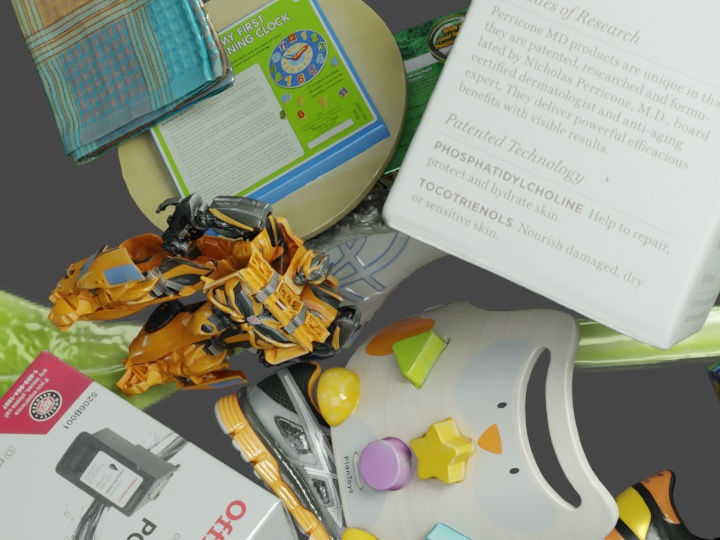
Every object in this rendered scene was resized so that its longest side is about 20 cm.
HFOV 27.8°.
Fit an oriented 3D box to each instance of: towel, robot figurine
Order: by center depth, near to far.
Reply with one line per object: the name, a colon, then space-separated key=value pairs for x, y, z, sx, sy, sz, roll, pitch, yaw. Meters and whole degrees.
robot figurine: x=-0.096 y=0.023 z=0.906 sx=0.200 sy=0.058 sz=0.145 roll=-14 pitch=128 yaw=41
towel: x=-0.172 y=-0.183 z=0.932 sx=0.146 sy=0.022 sz=0.201 roll=-23 pitch=88 yaw=33

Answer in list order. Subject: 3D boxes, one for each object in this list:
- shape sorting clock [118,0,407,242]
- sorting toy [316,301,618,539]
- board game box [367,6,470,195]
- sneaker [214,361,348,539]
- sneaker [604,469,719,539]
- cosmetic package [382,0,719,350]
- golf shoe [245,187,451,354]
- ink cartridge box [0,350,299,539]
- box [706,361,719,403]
shape sorting clock: x=-0.065 y=-0.102 z=0.949 sx=0.199 sy=0.039 sz=0.201 roll=-5 pitch=70 yaw=15
sorting toy: x=0.074 y=0.105 z=0.873 sx=0.180 sy=0.107 sz=0.201 roll=-22 pitch=74 yaw=45
board game box: x=0.072 y=-0.124 z=0.951 sx=0.199 sy=0.023 sz=0.105 roll=-18 pitch=64 yaw=6
sneaker: x=-0.010 y=0.146 z=0.954 sx=0.077 sy=0.078 sz=0.200 roll=-38 pitch=89 yaw=-7
sneaker: x=0.233 y=0.218 z=0.933 sx=0.090 sy=0.070 sz=0.200 roll=-43 pitch=89 yaw=-5
cosmetic package: x=0.142 y=-0.084 z=0.792 sx=0.166 sy=0.167 sz=0.201 roll=25 pitch=98 yaw=17
golf shoe: x=0.000 y=0.000 z=0.964 sx=0.199 sy=0.078 sz=0.098 roll=-10 pitch=106 yaw=11
ink cartridge box: x=-0.160 y=0.165 z=0.912 sx=0.200 sy=0.083 sz=0.145 roll=28 pitch=64 yaw=21
box: x=0.329 y=0.078 z=0.858 sx=0.192 sy=0.200 sz=0.122 roll=-25 pitch=87 yaw=4
